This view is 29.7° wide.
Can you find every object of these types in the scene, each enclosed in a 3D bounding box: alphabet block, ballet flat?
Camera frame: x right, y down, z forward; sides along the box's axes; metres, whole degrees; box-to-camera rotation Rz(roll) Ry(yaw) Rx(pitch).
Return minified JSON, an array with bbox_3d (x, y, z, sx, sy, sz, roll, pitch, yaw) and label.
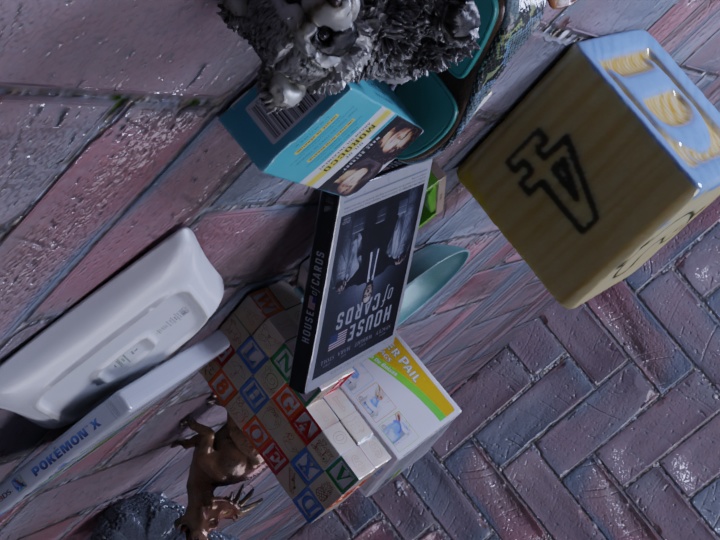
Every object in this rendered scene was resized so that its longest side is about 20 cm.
[{"bbox_3d":[0.258,-0.110,1.429,0.200,0.197,0.195,-47,164,34],"label":"alphabet block"},{"bbox_3d":[0.081,-0.151,1.020,0.074,0.074,0.200,-30,167,-36],"label":"ballet flat"}]

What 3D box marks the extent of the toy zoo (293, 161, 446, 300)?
[{"bbox_3d":[0.003,-0.026,1.384,0.199,0.021,0.131,-38,169,-6],"label":"toy zoo"}]

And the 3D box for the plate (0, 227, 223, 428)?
[{"bbox_3d":[-0.192,0.059,1.068,0.199,0.032,0.200,-38,168,-6],"label":"plate"}]

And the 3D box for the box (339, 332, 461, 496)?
[{"bbox_3d":[-0.005,0.124,1.478,0.101,0.200,0.113,-32,165,-33],"label":"box"}]

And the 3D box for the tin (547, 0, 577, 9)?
[{"bbox_3d":[0.168,-0.255,0.992,0.112,0.042,0.200,-37,169,7],"label":"tin"}]

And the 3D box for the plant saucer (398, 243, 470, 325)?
[{"bbox_3d":[0.049,0.027,1.692,0.199,0.036,0.200,-37,168,-9],"label":"plant saucer"}]

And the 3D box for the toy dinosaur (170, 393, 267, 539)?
[{"bbox_3d":[-0.140,0.215,1.559,0.200,0.136,0.086,-40,168,3],"label":"toy dinosaur"}]

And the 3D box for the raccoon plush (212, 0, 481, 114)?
[{"bbox_3d":[-0.010,-0.121,0.784,0.133,0.097,0.200,-29,159,-12],"label":"raccoon plush"}]

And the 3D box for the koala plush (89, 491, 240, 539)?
[{"bbox_3d":[-0.272,0.361,1.736,0.178,0.184,0.200,-48,-168,-13],"label":"koala plush"}]

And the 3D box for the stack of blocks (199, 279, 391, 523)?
[{"bbox_3d":[-0.061,0.126,1.309,0.058,0.201,0.115,-23,162,-52],"label":"stack of blocks"}]

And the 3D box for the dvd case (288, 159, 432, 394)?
[{"bbox_3d":[0.000,0.000,1.238,0.150,0.025,0.202,-26,133,-51],"label":"dvd case"}]

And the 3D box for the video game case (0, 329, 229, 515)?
[{"bbox_3d":[-0.218,0.130,1.171,0.182,0.022,0.200,-38,179,22],"label":"video game case"}]

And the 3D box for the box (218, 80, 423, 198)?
[{"bbox_3d":[-0.022,-0.102,0.948,0.082,0.049,0.200,-41,168,11],"label":"box"}]
